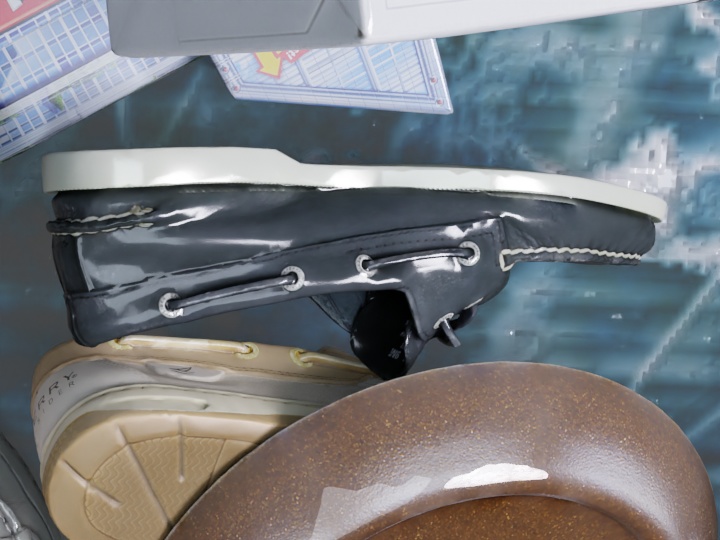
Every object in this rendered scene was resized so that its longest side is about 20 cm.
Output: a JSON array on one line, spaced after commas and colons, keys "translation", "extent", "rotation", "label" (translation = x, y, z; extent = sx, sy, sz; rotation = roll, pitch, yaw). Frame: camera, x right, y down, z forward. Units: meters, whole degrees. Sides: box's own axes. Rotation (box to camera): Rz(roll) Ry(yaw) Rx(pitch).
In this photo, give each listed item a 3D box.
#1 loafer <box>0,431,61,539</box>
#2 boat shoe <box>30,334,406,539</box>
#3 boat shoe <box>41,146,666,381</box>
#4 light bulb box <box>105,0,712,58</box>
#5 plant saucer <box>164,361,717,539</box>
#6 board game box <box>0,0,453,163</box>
[{"translation": [-0.118, 0.110, 0.907], "extent": [0.070, 0.070, 0.200], "rotation": [-31, 104, 2], "label": "loafer"}, {"translation": [-0.010, 0.054, 0.903], "extent": [0.200, 0.069, 0.074], "rotation": [13, 119, -30], "label": "boat shoe"}, {"translation": [0.001, 0.000, 0.871], "extent": [0.199, 0.074, 0.066], "rotation": [3, 87, -30], "label": "boat shoe"}, {"translation": [0.037, -0.165, 0.783], "extent": [0.200, 0.125, 0.199], "rotation": [-10, 98, -35], "label": "light bulb box"}, {"translation": [0.024, 0.117, 0.899], "extent": [0.200, 0.032, 0.201], "rotation": [-12, 128, -16], "label": "plant saucer"}, {"translation": [-0.066, -0.112, 0.867], "extent": [0.200, 0.062, 0.200], "rotation": [-29, 103, 1], "label": "board game box"}]
